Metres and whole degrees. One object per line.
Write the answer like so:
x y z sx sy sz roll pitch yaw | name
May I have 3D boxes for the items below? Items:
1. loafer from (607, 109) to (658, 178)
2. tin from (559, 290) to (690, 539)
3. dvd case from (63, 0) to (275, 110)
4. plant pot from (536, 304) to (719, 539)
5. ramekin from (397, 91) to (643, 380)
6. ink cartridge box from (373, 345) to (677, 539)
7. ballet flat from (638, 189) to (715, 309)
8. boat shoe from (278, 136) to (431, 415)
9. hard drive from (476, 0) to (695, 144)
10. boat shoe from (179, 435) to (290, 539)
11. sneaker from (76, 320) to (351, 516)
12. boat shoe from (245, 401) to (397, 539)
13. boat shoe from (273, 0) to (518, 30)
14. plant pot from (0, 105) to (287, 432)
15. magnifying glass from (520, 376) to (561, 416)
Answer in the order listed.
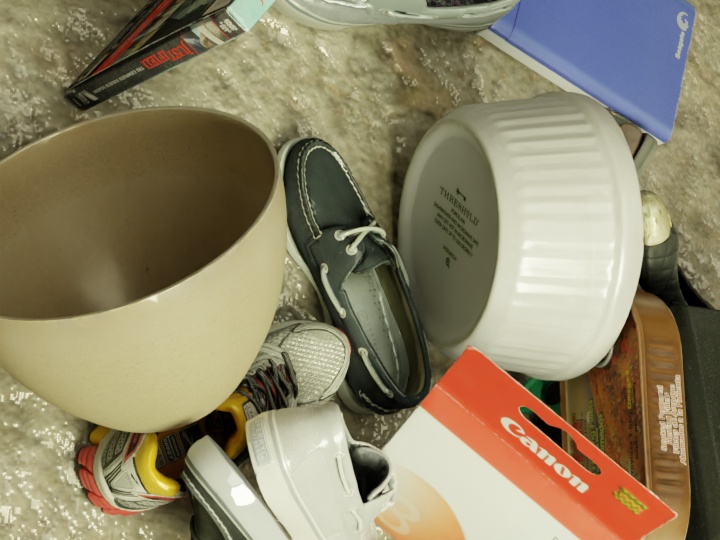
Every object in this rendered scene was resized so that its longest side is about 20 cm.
0.167 -0.060 1.150 0.063 0.072 0.200 42 43 -3 | loafer
0.174 0.109 0.996 0.042 0.112 0.200 9 70 -23 | tin
-0.087 -0.169 0.907 0.022 0.200 0.146 48 58 -19 | dvd case
0.243 0.133 1.109 0.199 0.200 0.178 9 66 -34 | plant pot
0.099 -0.024 1.026 0.094 0.202 0.203 0 82 -23 | ramekin
0.087 0.149 0.947 0.162 0.200 0.050 40 61 5 | ink cartridge box
0.243 0.000 1.156 0.200 0.057 0.067 58 24 -50 | ballet flat
0.000 0.000 1.026 0.076 0.060 0.200 -25 97 -36 | boat shoe
0.188 -0.204 1.219 0.200 0.025 0.132 27 67 -29 | hard drive
-0.070 0.173 0.896 0.057 0.069 0.200 -35 139 -12 | boat shoe
-0.076 0.093 0.942 0.200 0.082 0.078 -34 102 -36 | sneaker
-0.012 0.133 0.932 0.200 0.068 0.072 64 11 -53 | boat shoe
0.029 -0.211 1.063 0.200 0.071 0.070 -1 82 -29 | boat shoe
-0.128 0.015 0.870 0.200 0.200 0.135 -42 134 -33 | plant pot
0.144 0.081 1.085 0.022 0.080 0.200 26 85 -57 | magnifying glass
